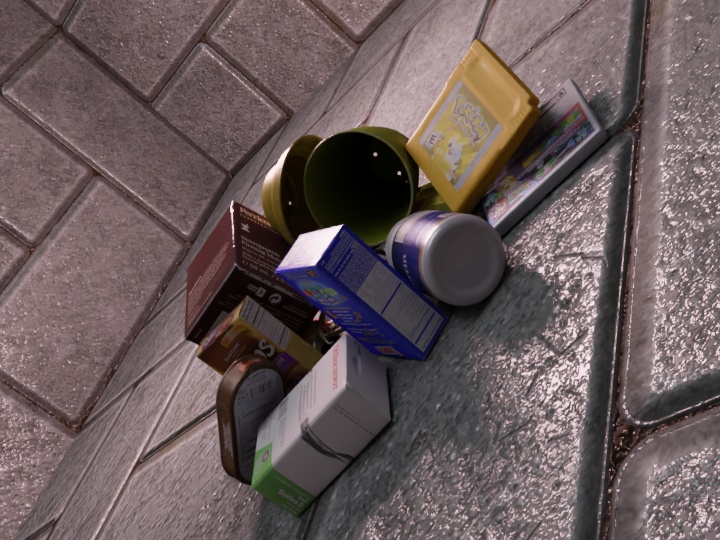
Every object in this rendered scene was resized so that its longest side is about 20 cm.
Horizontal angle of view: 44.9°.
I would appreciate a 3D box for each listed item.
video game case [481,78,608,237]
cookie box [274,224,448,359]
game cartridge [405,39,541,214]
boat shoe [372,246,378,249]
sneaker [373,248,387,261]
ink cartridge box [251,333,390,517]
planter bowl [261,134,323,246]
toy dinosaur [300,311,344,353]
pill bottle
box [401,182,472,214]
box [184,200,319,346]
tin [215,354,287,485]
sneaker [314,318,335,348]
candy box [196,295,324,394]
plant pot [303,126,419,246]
[{"bbox_3d":[0.247,-0.161,1.228,0.200,0.023,0.183,-44,24,23],"label":"video game case"},{"bbox_3d":[-0.001,0.033,1.204,0.076,0.199,0.171,-54,18,-17],"label":"cookie box"},{"bbox_3d":[0.161,-0.209,1.279,0.201,0.032,0.177,-57,44,27],"label":"game cartridge"},{"bbox_3d":[0.014,-0.073,1.542,0.066,0.072,0.201,-40,2,36],"label":"boat shoe"},{"bbox_3d":[0.000,0.000,1.376,0.086,0.197,0.081,-49,-28,-45],"label":"sneaker"},{"bbox_3d":[-0.053,0.207,1.184,0.200,0.084,0.146,-47,17,17],"label":"ink cartridge box"},{"bbox_3d":[-0.108,-0.121,1.455,0.082,0.202,0.202,0,46,31],"label":"planter bowl"},{"bbox_3d":[-0.086,0.091,1.432,0.101,0.058,0.201,-44,43,10],"label":"toy dinosaur"},{"bbox_3d":[0.106,-0.022,1.181,0.116,0.115,0.200,-53,16,-5],"label":"pill bottle"},{"bbox_3d":[0.124,-0.108,1.421,0.076,0.050,0.199,-57,17,-20],"label":"box"},{"bbox_3d":[-0.182,0.029,1.442,0.165,0.164,0.201,-52,27,23],"label":"box"},{"bbox_3d":[-0.156,0.222,1.280,0.111,0.203,0.042,-21,30,-37],"label":"tin"},{"bbox_3d":[-0.112,0.108,1.538,0.078,0.085,0.199,-57,19,-18],"label":"sneaker"},{"bbox_3d":[-0.138,0.144,1.337,0.116,0.199,0.057,-41,18,31],"label":"candy box"},{"bbox_3d":[0.025,-0.162,1.452,0.187,0.187,0.200,-42,4,28],"label":"plant pot"}]
